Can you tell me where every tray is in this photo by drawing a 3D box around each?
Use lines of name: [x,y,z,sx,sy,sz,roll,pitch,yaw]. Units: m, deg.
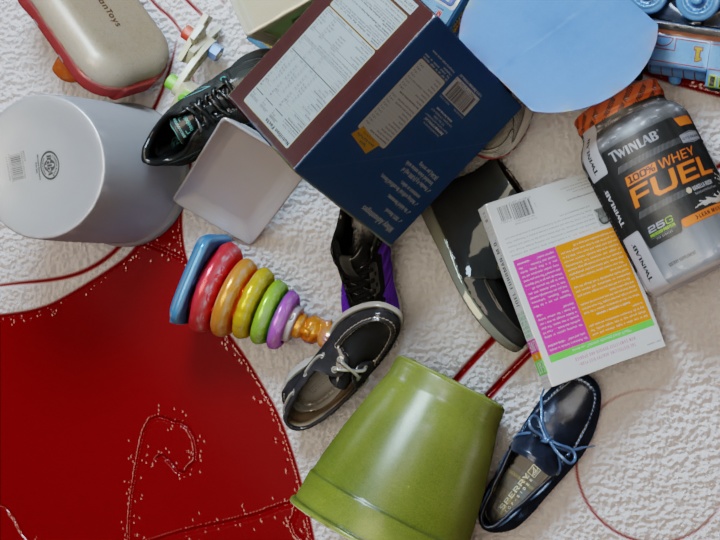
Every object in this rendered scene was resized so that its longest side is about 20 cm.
tray: [-0.132,-0.101,1.704,0.107,0.200,0.022,29,58,-9]

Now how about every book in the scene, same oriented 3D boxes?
book: [0.219,0.008,1.611,0.133,0.048,0.201,-17,83,-16]

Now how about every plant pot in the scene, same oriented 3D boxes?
plant pot: [0.055,0.201,1.641,0.200,0.200,0.194,25,87,17]

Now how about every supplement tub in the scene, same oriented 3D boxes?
supplement tub: [0.304,-0.085,1.576,0.122,0.122,0.201,-29,82,17]

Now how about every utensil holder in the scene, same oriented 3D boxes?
utensil holder: [-0.309,-0.112,1.747,0.169,0.200,0.171,0,91,18]

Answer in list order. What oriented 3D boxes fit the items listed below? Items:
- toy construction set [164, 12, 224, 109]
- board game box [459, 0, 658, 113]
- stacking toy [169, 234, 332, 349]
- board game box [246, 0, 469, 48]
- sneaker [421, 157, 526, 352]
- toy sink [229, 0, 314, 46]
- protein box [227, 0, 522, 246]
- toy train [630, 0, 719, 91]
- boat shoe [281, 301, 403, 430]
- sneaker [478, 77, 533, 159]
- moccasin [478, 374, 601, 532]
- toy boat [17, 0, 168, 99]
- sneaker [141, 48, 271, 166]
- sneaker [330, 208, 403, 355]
toy construction set: [-0.146,-0.198,1.745,0.200,0.092,0.131,40,117,19]
board game box: [0.199,-0.233,1.570,0.158,0.039,0.200,-37,61,-9]
stacking toy: [-0.105,0.045,1.736,0.199,0.116,0.110,24,97,8]
board game box: [0.007,-0.287,1.711,0.200,0.056,0.196,35,102,15]
sneaker: [0.150,-0.019,1.655,0.106,0.075,0.201,-32,80,16]
toy sink: [-0.033,-0.326,1.628,0.199,0.130,0.113,-27,82,16]
protein box: [0.017,-0.169,1.555,0.200,0.198,0.135,-46,53,7]
toy train: [0.346,-0.244,1.581,0.199,0.087,0.115,12,102,21]
boat shoe: [-0.023,0.106,1.684,0.074,0.061,0.200,33,130,-21]
sneaker: [0.148,-0.219,1.648,0.077,0.082,0.201,11,93,19]
moccasin: [0.194,0.201,1.645,0.080,0.068,0.201,30,100,16]
toy boat: [-0.325,-0.272,1.807,0.200,0.130,0.131,54,135,11]
sneaker: [-0.157,-0.167,1.672,0.200,0.079,0.076,-35,90,26]
sneaker: [-0.001,0.000,1.692,0.069,0.099,0.201,0,94,19]
